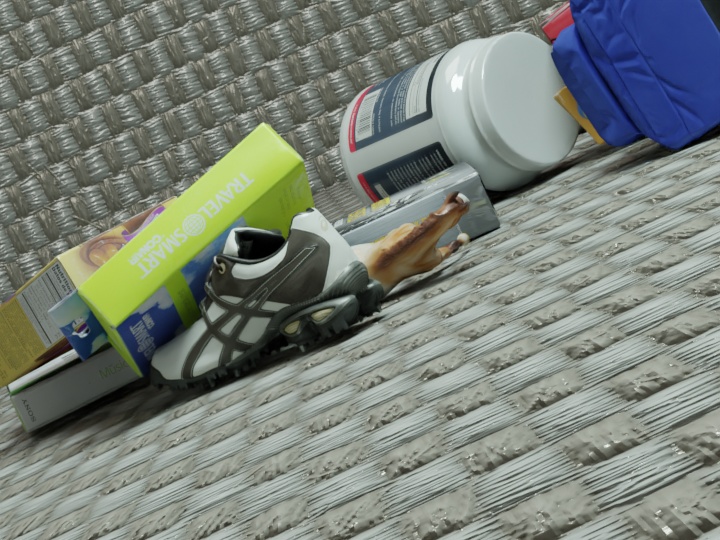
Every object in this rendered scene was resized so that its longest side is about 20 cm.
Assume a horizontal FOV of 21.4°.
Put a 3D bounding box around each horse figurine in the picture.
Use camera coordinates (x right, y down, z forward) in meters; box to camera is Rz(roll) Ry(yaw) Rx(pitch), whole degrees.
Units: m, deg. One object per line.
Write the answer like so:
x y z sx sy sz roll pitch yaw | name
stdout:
0.000 0.000 1.379 0.199 0.050 0.133 -23 0 10 | horse figurine

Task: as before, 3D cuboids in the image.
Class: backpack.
0.254 -0.193 1.494 0.168 0.163 0.200 -25 5 38 | backpack

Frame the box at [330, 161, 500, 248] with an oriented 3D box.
0.030 -0.033 1.575 0.158 0.048 0.200 -25 5 3 | box

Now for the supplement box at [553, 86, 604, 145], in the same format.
0.245 -0.170 1.722 0.067 0.069 0.200 -43 -8 27 | supplement box

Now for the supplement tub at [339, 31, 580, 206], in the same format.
0.089 -0.130 1.748 0.140 0.141 0.200 -30 7 -42 | supplement tub

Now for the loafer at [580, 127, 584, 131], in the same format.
0.232 -0.190 2.064 0.073 0.071 0.200 -27 5 -18 | loafer

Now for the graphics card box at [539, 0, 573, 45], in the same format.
0.226 -0.230 1.689 0.125 0.051 0.200 -38 -2 8 | graphics card box

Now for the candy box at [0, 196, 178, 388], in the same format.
-0.212 0.019 1.472 0.117 0.057 0.200 -30 0 -36 | candy box

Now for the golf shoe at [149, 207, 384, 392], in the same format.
-0.078 0.019 1.310 0.200 0.095 0.078 -24 6 32 | golf shoe

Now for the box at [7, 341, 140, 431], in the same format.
-0.228 0.084 1.620 0.144 0.036 0.200 -26 4 -10 | box

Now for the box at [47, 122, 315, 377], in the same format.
-0.121 -0.005 1.349 0.200 0.048 0.122 -42 -17 -10 | box
